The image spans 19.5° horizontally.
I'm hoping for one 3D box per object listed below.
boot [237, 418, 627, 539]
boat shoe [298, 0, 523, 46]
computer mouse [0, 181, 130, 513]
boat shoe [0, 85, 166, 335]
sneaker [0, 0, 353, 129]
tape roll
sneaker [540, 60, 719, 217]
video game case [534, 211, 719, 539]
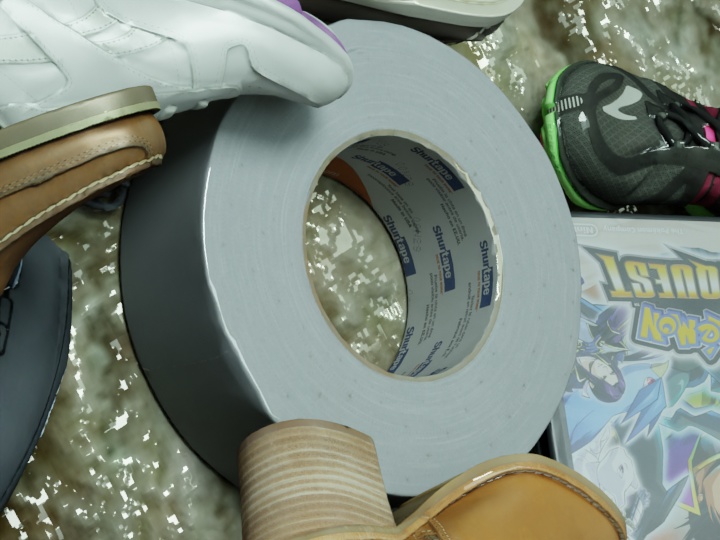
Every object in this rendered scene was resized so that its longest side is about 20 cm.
[{"bbox_3d":[0.040,0.145,0.775,0.199,0.076,0.156,22,46,-45],"label":"boot"},{"bbox_3d":[-0.028,-0.139,0.892,0.198,0.059,0.073,12,70,-18],"label":"boat shoe"},{"bbox_3d":[-0.160,0.001,0.768,0.140,0.046,0.201,33,60,-27],"label":"computer mouse"},{"bbox_3d":[-0.148,0.004,0.712,0.199,0.072,0.068,-26,88,6],"label":"boat shoe"},{"bbox_3d":[-0.099,-0.080,0.781,0.198,0.075,0.101,12,97,-25],"label":"sneaker"},{"bbox_3d":[0.000,0.000,0.881,0.199,0.066,0.202,11,71,-36],"label":"tape roll"},{"bbox_3d":[0.168,-0.061,1.015,0.199,0.083,0.078,12,71,-35],"label":"sneaker"},{"bbox_3d":[0.173,0.060,0.962,0.198,0.026,0.182,2,64,-17],"label":"video game case"}]
